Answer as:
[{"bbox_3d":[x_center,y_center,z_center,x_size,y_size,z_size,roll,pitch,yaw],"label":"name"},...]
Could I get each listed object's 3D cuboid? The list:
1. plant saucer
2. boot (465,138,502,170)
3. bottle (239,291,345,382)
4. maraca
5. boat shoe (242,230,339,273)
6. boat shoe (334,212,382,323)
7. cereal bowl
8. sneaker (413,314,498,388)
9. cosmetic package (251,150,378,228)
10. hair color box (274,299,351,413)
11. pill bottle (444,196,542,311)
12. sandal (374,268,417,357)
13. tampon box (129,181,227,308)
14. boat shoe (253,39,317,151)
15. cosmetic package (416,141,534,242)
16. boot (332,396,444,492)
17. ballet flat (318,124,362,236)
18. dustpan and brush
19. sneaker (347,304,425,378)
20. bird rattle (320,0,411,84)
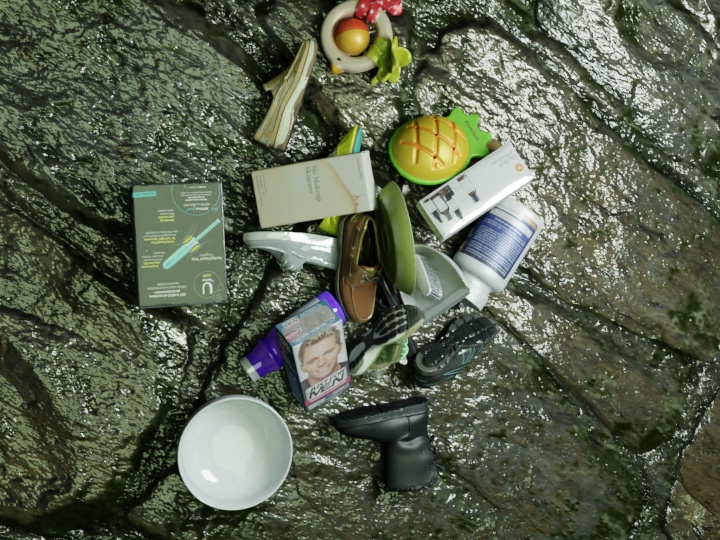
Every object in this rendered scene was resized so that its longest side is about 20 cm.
[{"bbox_3d":[0.056,-0.054,1.634,0.031,0.200,0.202,-10,96,-9],"label":"plant saucer"},{"bbox_3d":[0.192,-0.170,1.742,0.200,0.074,0.076,-39,78,-10],"label":"boot"},{"bbox_3d":[-0.121,0.120,1.657,0.199,0.084,0.065,-36,68,-9],"label":"bottle"},{"bbox_3d":[0.144,-0.226,1.694,0.199,0.107,0.138,-25,75,-19],"label":"maraca"},{"bbox_3d":[-0.111,-0.030,1.657,0.199,0.070,0.072,6,89,-18],"label":"boat shoe"},{"bbox_3d":[0.000,0.000,1.643,0.072,0.068,0.202,-17,107,-39],"label":"boat shoe"},{"bbox_3d":[-0.223,0.312,1.641,0.198,0.083,0.202,-1,93,-15],"label":"cereal bowl"},{"bbox_3d":[0.175,0.150,1.753,0.199,0.075,0.080,-28,144,-25],"label":"sneaker"},{"bbox_3d":[-0.078,-0.140,1.617,0.198,0.073,0.104,-9,97,13],"label":"cosmetic package"},{"bbox_3d":[-0.078,0.151,1.619,0.100,0.061,0.201,-29,142,-18],"label":"hair color box"},{"bbox_3d":[0.240,-0.031,1.730,0.111,0.111,0.201,35,84,-14],"label":"pill bottle"},{"bbox_3d":[0.049,0.071,1.708,0.048,0.075,0.202,-21,99,5],"label":"sandal"},{"bbox_3d":[-0.307,-0.046,1.574,0.149,0.126,0.202,-3,95,-14],"label":"tampon box"},{"bbox_3d":[-0.135,-0.314,1.636,0.076,0.072,0.201,19,89,-4],"label":"boat shoe"},{"bbox_3d":[0.204,-0.140,1.671,0.199,0.051,0.083,-34,87,-7],"label":"cosmetic package"},{"bbox_3d":[0.052,0.329,1.726,0.197,0.073,0.164,-9,99,-15],"label":"boot"},{"bbox_3d":[-0.041,-0.163,1.675,0.066,0.067,0.202,8,93,5],"label":"ballet flat"},{"bbox_3d":[0.104,-0.016,1.710,0.057,0.139,0.201,3,58,-46],"label":"dustpan and brush"},{"bbox_3d":[0.058,0.132,1.678,0.088,0.200,0.077,27,41,-28],"label":"sneaker"},{"bbox_3d":[0.008,-0.425,1.653,0.162,0.113,0.202,-12,94,2],"label":"bird rattle"}]
